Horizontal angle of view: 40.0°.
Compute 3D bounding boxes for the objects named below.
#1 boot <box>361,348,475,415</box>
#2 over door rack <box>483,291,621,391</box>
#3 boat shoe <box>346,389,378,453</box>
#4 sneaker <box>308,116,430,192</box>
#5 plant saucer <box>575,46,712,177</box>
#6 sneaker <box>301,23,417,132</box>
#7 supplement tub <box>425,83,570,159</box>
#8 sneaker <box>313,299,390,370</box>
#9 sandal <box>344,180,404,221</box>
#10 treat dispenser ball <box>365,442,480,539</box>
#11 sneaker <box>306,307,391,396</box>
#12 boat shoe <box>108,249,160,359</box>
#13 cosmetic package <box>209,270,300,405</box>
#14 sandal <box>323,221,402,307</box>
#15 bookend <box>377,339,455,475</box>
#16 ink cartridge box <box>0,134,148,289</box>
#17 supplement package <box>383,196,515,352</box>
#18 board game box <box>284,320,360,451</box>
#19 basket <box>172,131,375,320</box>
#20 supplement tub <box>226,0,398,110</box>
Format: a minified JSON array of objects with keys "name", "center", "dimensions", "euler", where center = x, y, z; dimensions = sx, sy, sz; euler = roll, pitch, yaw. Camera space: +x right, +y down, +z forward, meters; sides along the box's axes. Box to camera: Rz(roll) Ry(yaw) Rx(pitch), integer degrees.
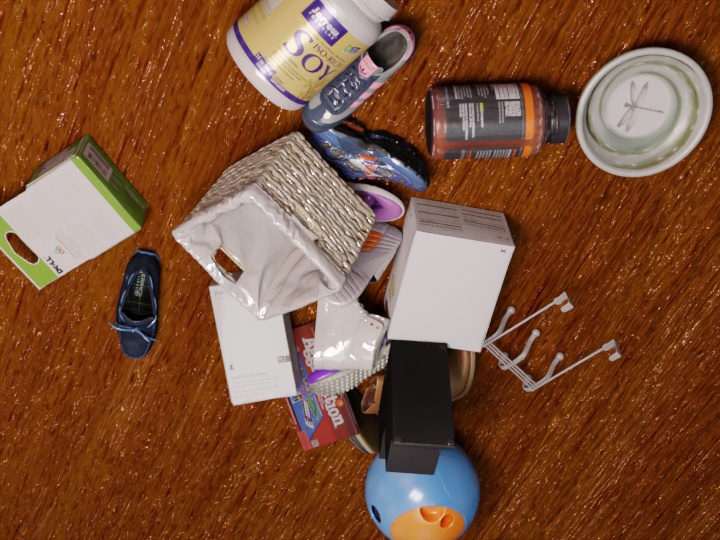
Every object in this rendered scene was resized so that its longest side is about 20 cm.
[{"name":"boot","center":[0.097,0.185,1.663],"dimensions":[0.154,0.074,0.201],"euler":[10,122,-19]},{"name":"over door rack","center":[0.310,0.114,1.637],"dimensions":[0.148,0.067,0.200],"euler":[41,132,-24]},{"name":"boat shoe","center":[-0.037,0.235,1.701],"dimensions":[0.065,0.073,0.200],"euler":[-27,102,29]},{"name":"sneaker","center":[0.012,-0.166,1.467],"dimensions":[0.199,0.075,0.079],"euler":[25,126,-8]},{"name":"plant saucer","center":[0.410,-0.236,1.448],"dimensions":[0.199,0.050,0.201],"euler":[-1,122,-2]},{"name":"sneaker","center":[-0.006,-0.270,1.364],"dimensions":[0.200,0.082,0.070],"euler":[-43,93,5]},{"name":"supplement tub","center":[0.195,-0.214,1.418],"dimensions":[0.199,0.107,0.107],"euler":[-2,122,-2]},{"name":"sneaker","center":[-0.008,0.058,1.546],"dimensions":[0.115,0.074,0.201],"euler":[3,85,8]},{"name":"sandal","center":[-0.035,-0.100,1.494],"dimensions":[0.202,0.050,0.083],"euler":[15,151,-5]},{"name":"treat dispenser ball","center":[0.108,0.383,1.721],"dimensions":[0.200,0.201,0.202],"euler":[-1,122,-2]},{"name":"sneaker","center":[-0.011,0.125,1.608],"dimensions":[0.200,0.100,0.070],"euler":[-28,155,-15]},{"name":"boat shoe","center":[-0.364,0.064,1.580],"dimensions":[0.084,0.069,0.201],"euler":[3,121,-5]},{"name":"cosmetic package","center":[-0.166,0.102,1.577],"dimensions":[0.112,0.081,0.201],"euler":[-10,105,4]},{"name":"sandal","center":[-0.008,-0.003,1.496],"dimensions":[0.079,0.207,0.059],"euler":[26,136,11]},{"name":"bookend","center":[0.081,0.248,1.538],"dimensions":[0.092,0.200,0.199],"euler":[4,133,-4]},{"name":"ink cartridge box","center":[-0.446,-0.085,1.483],"dimensions":[0.200,0.076,0.148],"euler":[-28,119,15]},{"name":"supplement package","center":[0.133,0.008,1.548],"dimensions":[0.155,0.111,0.201],"euler":[9,120,-8]},{"name":"board game box","center":[-0.081,0.191,1.641],"dimensions":[0.103,0.019,0.201],"euler":[-20,92,17]},{"name":"basket","center":[-0.118,-0.064,1.416],"dimensions":[0.200,0.161,0.198],"euler":[-21,121,45]},{"name":"supplement tub","center":[-0.063,-0.326,1.313],"dimensions":[0.200,0.146,0.145],"euler":[-38,116,19]}]
